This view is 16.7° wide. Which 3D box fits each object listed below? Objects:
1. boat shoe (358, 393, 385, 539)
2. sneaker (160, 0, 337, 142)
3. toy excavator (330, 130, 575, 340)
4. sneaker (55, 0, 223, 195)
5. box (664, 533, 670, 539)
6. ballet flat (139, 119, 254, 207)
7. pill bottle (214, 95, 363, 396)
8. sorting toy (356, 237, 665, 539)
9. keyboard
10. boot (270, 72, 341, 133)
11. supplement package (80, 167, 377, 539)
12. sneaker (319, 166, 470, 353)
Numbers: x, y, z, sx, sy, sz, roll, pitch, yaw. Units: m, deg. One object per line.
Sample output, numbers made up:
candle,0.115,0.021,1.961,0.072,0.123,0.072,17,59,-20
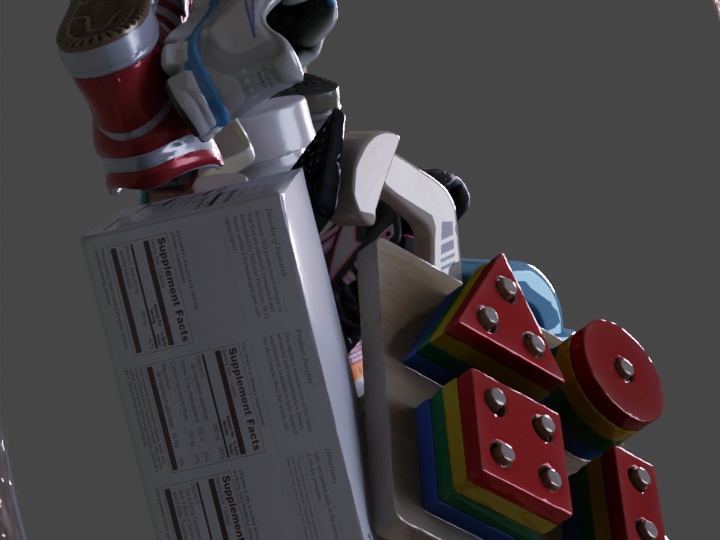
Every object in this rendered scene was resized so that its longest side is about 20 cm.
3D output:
boat shoe,0.007,0.130,1.508,0.200,0.074,0.069,-52,-135,44
sneaker,-0.051,-0.145,1.374,0.200,0.086,0.075,-86,153,-54
toy excavator,0.056,0.014,1.512,0.100,0.194,0.201,0,-87,50
sneaker,-0.119,-0.112,1.395,0.200,0.071,0.113,-75,149,-65
box,0.131,0.261,1.707,0.106,0.122,0.201,51,-60,46
ballet flat,-0.098,-0.055,1.481,0.201,0.072,0.068,-98,173,-46
pill bottle,-0.057,-0.009,1.643,0.110,0.109,0.201,-80,157,-79
sorting toy,0.098,0.086,1.386,0.199,0.070,0.200,29,40,-32
keyboard,-0.067,-0.010,1.469,0.200,0.039,0.105,126,-26,-48
boot,-0.070,-0.046,1.762,0.182,0.072,0.201,29,-52,54
supplement package,-0.065,0.058,1.330,0.156,0.110,0.201,-68,146,-82
sneaker,0.000,0.000,1.561,0.080,0.086,0.201,47,59,-29
